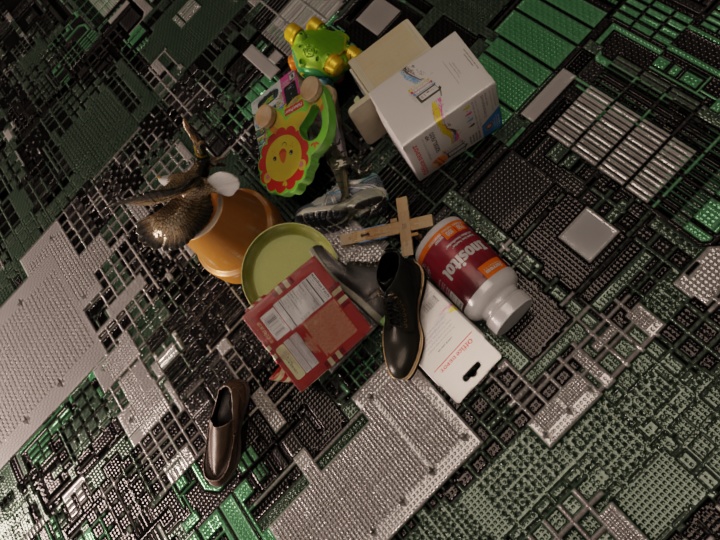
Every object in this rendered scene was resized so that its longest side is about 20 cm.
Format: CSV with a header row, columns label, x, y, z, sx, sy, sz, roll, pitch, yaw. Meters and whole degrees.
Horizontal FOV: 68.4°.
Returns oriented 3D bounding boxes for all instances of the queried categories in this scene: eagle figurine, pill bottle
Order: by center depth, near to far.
label,x,y,z,sx,sy,sz,roll,pitch,yaw
pill bottle,0.196,0.010,0.918,0.113,0.113,0.200,-44,65,3
eagle figurine,-0.328,-0.136,0.945,0.150,0.151,0.202,-4,49,56

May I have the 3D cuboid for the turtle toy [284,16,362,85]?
label,x,y,z,sx,sy,sz,roll,pitch,yaw
turtle toy,-0.074,-0.453,1.127,0.145,0.102,0.200,39,45,8

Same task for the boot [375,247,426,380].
label,x,y,z,sx,sy,sz,roll,pitch,yaw
boot,0.053,0.072,0.865,0.076,0.138,0.205,-2,76,22

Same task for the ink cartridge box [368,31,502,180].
label,x,y,z,sx,sy,sz,roll,pitch,yaw
ink cartridge box,0.145,-0.306,1.015,0.198,0.147,0.146,-33,66,8

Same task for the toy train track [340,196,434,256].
label,x,y,z,sx,sy,sz,roll,pitch,yaw
toy train track,0.053,-0.076,1.046,0.196,0.032,0.117,-10,77,24

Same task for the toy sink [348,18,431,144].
label,x,y,z,sx,sy,sz,roll,pitch,yaw
toy sink,0.053,-0.382,1.083,0.198,0.130,0.113,-35,65,8

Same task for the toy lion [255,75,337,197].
label,x,y,z,sx,sy,sz,roll,pitch,yaw
toy lion,-0.127,-0.251,1.050,0.197,0.068,0.196,-19,75,32

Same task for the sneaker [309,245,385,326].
label,x,y,z,sx,sy,sz,roll,pitch,yaw
sneaker,0.000,0.000,1.010,0.199,0.075,0.107,42,84,4

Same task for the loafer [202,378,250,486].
label,x,y,z,sx,sy,sz,roll,pitch,yaw
loafer,-0.272,0.310,1.026,0.072,0.071,0.204,1,74,21

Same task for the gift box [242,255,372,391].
label,x,y,z,sx,sy,sz,roll,pitch,yaw
gift box,-0.108,0.100,0.941,0.198,0.187,0.186,-35,86,-8

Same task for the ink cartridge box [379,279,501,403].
label,x,y,z,sx,sy,sz,roll,pitch,yaw
ink cartridge box,0.144,0.122,0.928,0.117,0.067,0.200,-46,63,4

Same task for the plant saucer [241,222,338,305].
label,x,y,z,sx,sy,sz,roll,pitch,yaw
plant saucer,-0.138,0.008,1.059,0.195,0.031,0.205,0,84,-1

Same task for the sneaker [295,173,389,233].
label,x,y,z,sx,sy,sz,roll,pitch,yaw
sneaker,-0.039,-0.140,1.085,0.196,0.078,0.088,-14,57,9

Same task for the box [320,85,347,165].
label,x,y,z,sx,sy,sz,roll,pitch,yaw
box,-0.062,-0.316,1.156,0.038,0.041,0.204,-15,68,16

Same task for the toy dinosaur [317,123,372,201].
label,x,y,z,sx,sy,sz,roll,pitch,yaw
toy dinosaur,-0.028,-0.213,1.059,0.086,0.048,0.203,-8,58,-19

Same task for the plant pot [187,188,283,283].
label,x,y,z,sx,sy,sz,roll,pitch,yaw
plant pot,-0.283,-0.095,1.092,0.196,0.183,0.205,-6,71,18

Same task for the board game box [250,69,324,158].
label,x,y,z,sx,sy,sz,roll,pitch,yaw
board game box,-0.157,-0.314,1.159,0.146,0.064,0.204,-27,65,30
